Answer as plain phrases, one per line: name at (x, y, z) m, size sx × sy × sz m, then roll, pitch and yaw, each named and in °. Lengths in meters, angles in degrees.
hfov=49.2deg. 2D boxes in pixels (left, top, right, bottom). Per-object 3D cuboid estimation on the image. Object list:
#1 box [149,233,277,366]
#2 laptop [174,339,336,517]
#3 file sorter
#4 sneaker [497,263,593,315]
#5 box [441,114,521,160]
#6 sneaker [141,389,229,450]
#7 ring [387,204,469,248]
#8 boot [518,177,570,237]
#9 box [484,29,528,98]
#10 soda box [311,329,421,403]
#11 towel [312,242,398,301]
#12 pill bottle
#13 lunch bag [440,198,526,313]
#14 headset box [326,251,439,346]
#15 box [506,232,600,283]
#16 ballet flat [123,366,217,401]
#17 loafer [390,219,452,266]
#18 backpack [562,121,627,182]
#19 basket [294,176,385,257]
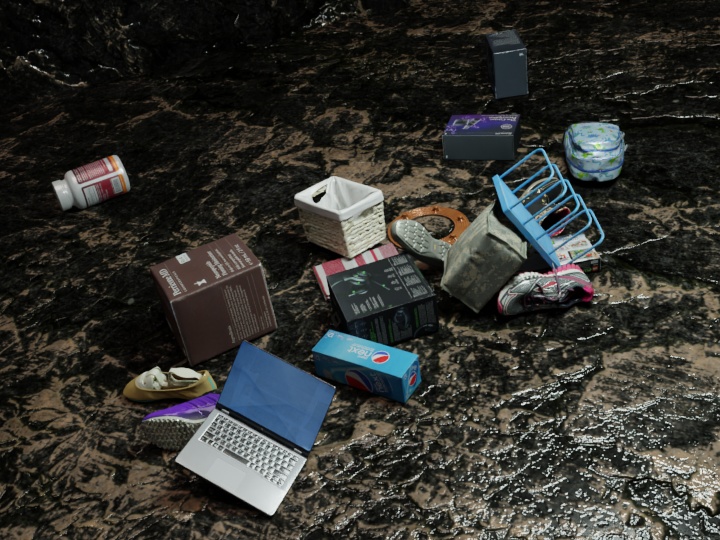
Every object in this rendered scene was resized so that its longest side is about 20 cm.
box at (-0.302, 0.057, 1.625) m, size 0.198 × 0.166 × 0.166 m, roll -23°, pitch 35°, yaw -20°
laptop at (-0.170, 0.254, 1.286) m, size 0.185 × 0.117 × 0.201 m, roll 25°, pitch 43°, yaw 11°
file sorter at (0.380, -0.123, 1.586) m, size 0.122 × 0.200 × 0.140 m, roll -37°, pitch 27°, yaw 21°
sneaker at (0.363, 0.044, 1.547) m, size 0.197 × 0.082 × 0.075 m, roll -17°, pitch 40°, yaw -8°
box at (0.338, -0.371, 2.183) m, size 0.197 × 0.080 × 0.142 m, roll 3°, pitch 38°, yaw 19°
sneaker at (-0.290, 0.260, 1.414) m, size 0.196 × 0.071 × 0.100 m, roll -5°, pitch 27°, yaw -3°
ring at (0.162, -0.106, 1.883) m, size 0.197 × 0.019 × 0.202 m, roll -7°, pitch 34°, yaw 5°
boot at (0.422, -0.141, 1.793) m, size 0.198 × 0.074 × 0.150 m, roll -28°, pitch 26°, yaw -20°
box at (0.466, -0.663, 2.519) m, size 0.105 × 0.150 × 0.201 m, roll -7°, pitch 32°, yaw 4°
soda box at (0.010, 0.176, 1.456) m, size 0.197 × 0.065 × 0.068 m, roll 13°, pitch 39°, yaw 31°
towel at (0.000, 0.000, 1.763) m, size 0.197 × 0.023 × 0.145 m, roll -16°, pitch 33°, yaw -9°
pill bottle at (-0.774, -0.247, 2.257) m, size 0.198 × 0.114 × 0.113 m, roll -24°, pitch 35°, yaw -22°
lunch bag at (0.253, -0.040, 1.604) m, size 0.117 × 0.165 × 0.201 m, roll 33°, pitch 30°, yaw -10°
headset box at (0.036, 0.067, 1.586) m, size 0.197 × 0.094 × 0.175 m, roll -17°, pitch 34°, yaw -10°
box at (0.399, -0.024, 1.680) m, size 0.196 × 0.035 × 0.111 m, roll -11°, pitch 33°, yaw -1°
ballet flat at (-0.369, 0.211, 1.505) m, size 0.196 × 0.064 × 0.069 m, roll -2°, pitch 33°, yaw 13°
loafer at (0.124, -0.053, 1.688) m, size 0.069 × 0.199 × 0.071 m, roll -8°, pitch 64°, yaw 41°
backpack at (0.586, -0.298, 1.967) m, size 0.160 × 0.155 × 0.202 m, roll 7°, pitch 49°, yaw 12°
basket at (-0.045, -0.127, 1.859) m, size 0.135 × 0.125 × 0.199 m, roll -29°, pitch 32°, yaw -28°
